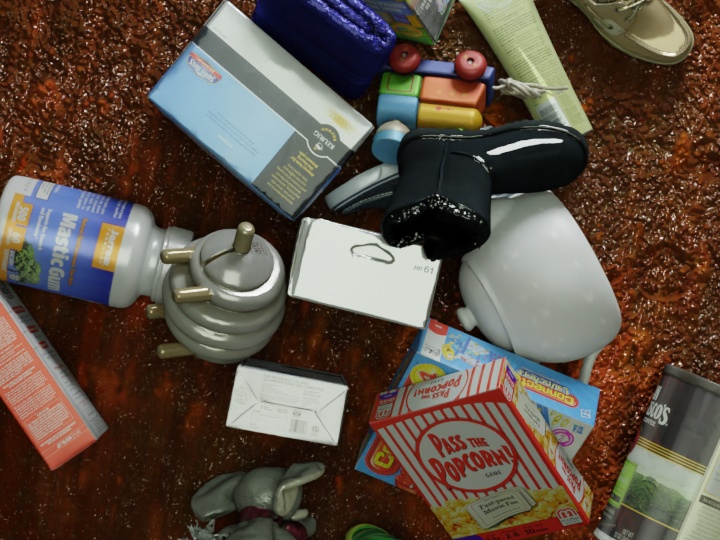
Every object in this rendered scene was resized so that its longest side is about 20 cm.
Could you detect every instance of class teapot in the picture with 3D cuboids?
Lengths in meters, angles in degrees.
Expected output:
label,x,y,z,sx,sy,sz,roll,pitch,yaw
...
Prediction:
label,x,y,z,sx,sy,sz,roll,pitch,yaw
teapot,0.170,0.024,1.638,0.146,0.198,0.200,-29,61,-2

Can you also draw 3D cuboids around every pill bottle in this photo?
label,x,y,z,sx,sy,sz,roll,pitch,yaw
pill bottle,-0.280,-0.024,1.647,0.199,0.112,0.113,13,90,-4

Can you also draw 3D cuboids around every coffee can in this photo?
label,x,y,z,sx,sy,sz,roll,pitch,yaw
coffee can,0.352,0.219,1.667,0.146,0.146,0.201,23,90,-3

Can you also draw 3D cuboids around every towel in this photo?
label,x,y,z,sx,sy,sz,roll,pitch,yaw
towel,-0.037,-0.251,1.614,0.147,0.200,0.050,34,79,-4

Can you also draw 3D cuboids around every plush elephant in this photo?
label,x,y,z,sx,sy,sz,roll,pitch,yaw
plush elephant,-0.099,0.279,1.655,0.200,0.164,0.155,57,46,-33

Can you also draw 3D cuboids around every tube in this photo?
label,x,y,z,sx,sy,sz,roll,pitch,yaw
tube,0.185,-0.228,1.705,0.058,0.052,0.201,-27,88,-44

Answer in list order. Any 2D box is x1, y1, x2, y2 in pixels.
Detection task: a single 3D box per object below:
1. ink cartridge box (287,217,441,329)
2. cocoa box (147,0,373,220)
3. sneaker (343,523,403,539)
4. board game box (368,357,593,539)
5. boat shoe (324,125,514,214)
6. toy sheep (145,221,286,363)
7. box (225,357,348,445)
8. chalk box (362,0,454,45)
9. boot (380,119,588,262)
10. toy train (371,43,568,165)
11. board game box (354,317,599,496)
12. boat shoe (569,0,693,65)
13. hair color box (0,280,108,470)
label,x,y,z,sx,sy,sz,roll,pitch,yaw
ink cartridge box,0.000,0.000,1.619,0.144,0.200,0.085,13,90,-3
cocoa box,-0.104,-0.161,1.644,0.200,0.133,0.131,40,90,-3
sneaker,0.070,0.337,1.686,0.199,0.084,0.074,23,89,-4
board game box,0.123,0.190,1.590,0.151,0.046,0.200,-19,121,29
boat shoe,0.067,-0.080,1.684,0.199,0.071,0.091,-21,88,-5
toy sheep,-0.138,0.024,1.572,0.137,0.200,0.138,10,53,-14
box,-0.075,0.132,1.618,0.116,0.200,0.060,10,89,-1
chalk box,0.031,-0.322,1.632,0.123,0.200,0.125,17,77,26
boot,0.123,-0.074,1.528,0.199,0.168,0.077,1,125,5
toy train,0.111,-0.160,1.637,0.199,0.085,0.116,7,60,8
board game box,0.118,0.167,1.641,0.195,0.056,0.200,22,132,-3
boat shoe,0.277,-0.293,1.696,0.200,0.065,0.072,38,89,-3
hair color box,-0.349,0.106,1.652,0.061,0.102,0.200,-34,91,-1
